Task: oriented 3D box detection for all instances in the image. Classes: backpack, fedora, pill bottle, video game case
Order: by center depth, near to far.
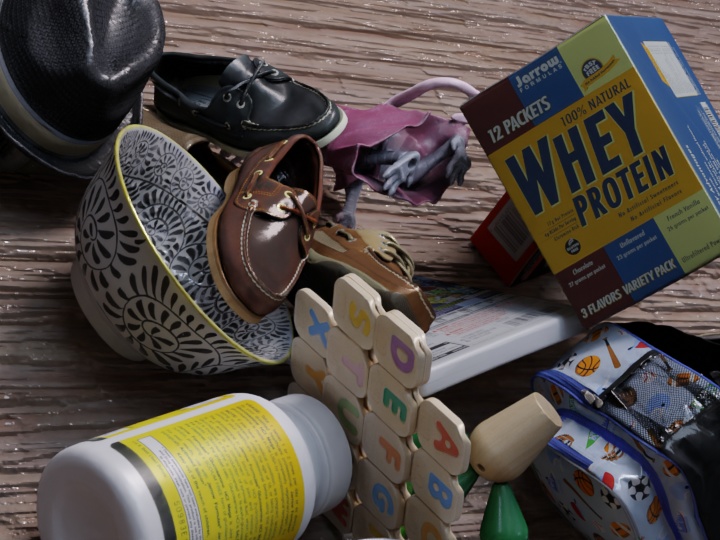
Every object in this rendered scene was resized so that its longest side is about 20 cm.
[{"bbox_3d":[-0.103,0.145,1.249,0.200,0.113,0.113,-16,60,-45],"label":"pill bottle"},{"bbox_3d":[-0.207,-0.171,1.419,0.200,0.091,0.201,33,41,-34],"label":"fedora"},{"bbox_3d":[0.213,0.138,1.442,0.154,0.200,0.191,-29,37,-12],"label":"backpack"},{"bbox_3d":[0.042,0.047,1.448,0.182,0.023,0.200,11,20,41],"label":"video game case"}]

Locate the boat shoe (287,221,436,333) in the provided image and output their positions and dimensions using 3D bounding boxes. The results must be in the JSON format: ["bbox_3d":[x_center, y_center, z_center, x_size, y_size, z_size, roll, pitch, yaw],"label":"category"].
[{"bbox_3d":[0.000,0.000,1.398,0.074,0.200,0.076,-36,117,-17],"label":"boat shoe"}]

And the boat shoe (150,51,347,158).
[{"bbox_3d":[-0.096,-0.141,1.509,0.199,0.066,0.074,20,54,44],"label":"boat shoe"}]

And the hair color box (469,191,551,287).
[{"bbox_3d":[0.199,-0.058,1.698,0.200,0.102,0.061,-19,64,-46],"label":"hair color box"}]

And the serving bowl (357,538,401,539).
[{"bbox_3d":[0.013,0.276,1.216,0.199,0.066,0.201,9,62,-18],"label":"serving bowl"}]

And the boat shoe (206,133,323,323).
[{"bbox_3d":[-0.064,-0.039,1.375,0.070,0.070,0.200,49,21,-26],"label":"boat shoe"}]

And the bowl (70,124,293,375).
[{"bbox_3d":[-0.143,0.004,1.360,0.201,0.094,0.201,50,18,-22],"label":"bowl"}]

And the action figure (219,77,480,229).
[{"bbox_3d":[-0.015,-0.114,1.550,0.200,0.149,0.134,21,-11,45],"label":"action figure"}]

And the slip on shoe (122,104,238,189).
[{"bbox_3d":[-0.144,-0.087,1.506,0.200,0.061,0.076,45,39,13],"label":"slip on shoe"}]

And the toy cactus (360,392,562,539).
[{"bbox_3d":[0.075,0.151,1.346,0.200,0.165,0.102,53,15,13],"label":"toy cactus"}]

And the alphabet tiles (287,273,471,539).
[{"bbox_3d":[0.005,0.106,1.291,0.015,0.201,0.196,-17,39,-32],"label":"alphabet tiles"}]

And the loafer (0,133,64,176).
[{"bbox_3d":[-0.256,-0.150,1.493,0.070,0.075,0.200,33,41,-41],"label":"loafer"}]

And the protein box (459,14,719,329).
[{"bbox_3d":[0.208,-0.083,1.497,0.199,0.135,0.200,61,22,5],"label":"protein box"}]

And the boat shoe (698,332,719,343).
[{"bbox_3d":[0.263,0.086,1.615,0.200,0.073,0.075,-14,59,-44],"label":"boat shoe"}]
